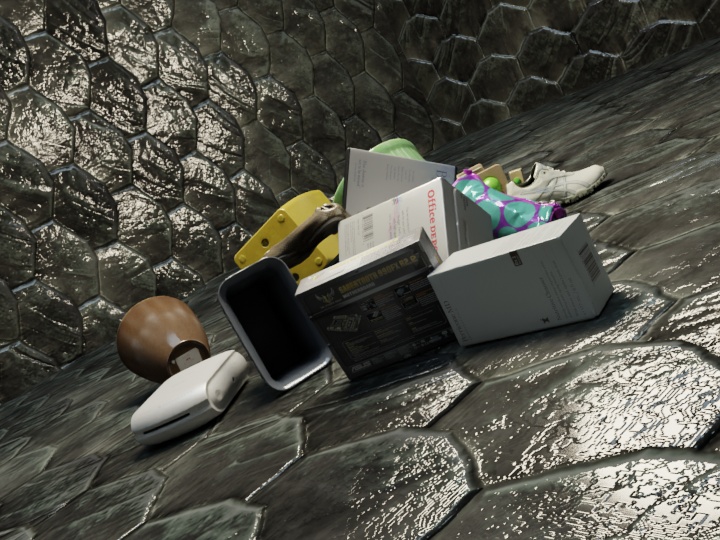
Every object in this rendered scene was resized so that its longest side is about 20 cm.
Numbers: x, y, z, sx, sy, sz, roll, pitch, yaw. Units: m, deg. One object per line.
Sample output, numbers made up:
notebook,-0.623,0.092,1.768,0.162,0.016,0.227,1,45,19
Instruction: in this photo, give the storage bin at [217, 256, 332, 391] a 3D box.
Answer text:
storage bin,-0.146,0.089,1.353,0.145,0.200,0.134,-31,1,-21

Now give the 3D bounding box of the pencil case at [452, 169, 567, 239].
pencil case,0.235,-0.091,1.307,0.200,0.093,0.085,26,20,37

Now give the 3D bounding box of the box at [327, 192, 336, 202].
box,-0.022,-0.082,1.850,0.160,0.201,0.043,-33,32,-34

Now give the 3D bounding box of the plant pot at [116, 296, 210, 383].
plant pot,-0.393,0.166,1.710,0.187,0.187,0.200,-31,25,-23

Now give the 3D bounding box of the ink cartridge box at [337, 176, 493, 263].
ink cartridge box,0.087,-0.019,1.242,0.200,0.148,0.144,-21,-32,34

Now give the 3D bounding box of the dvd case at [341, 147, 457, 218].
dvd case,0.067,-0.120,1.360,0.199,0.143,0.018,7,-12,-17

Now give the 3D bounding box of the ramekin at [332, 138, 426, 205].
ramekin,0.056,-0.128,1.472,0.200,0.098,0.200,-33,-29,-21

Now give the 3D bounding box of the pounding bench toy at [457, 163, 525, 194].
pounding bench toy,0.268,-0.151,1.651,0.199,0.125,0.156,-28,10,-4

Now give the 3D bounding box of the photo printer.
photo printer,-0.293,0.220,1.393,0.166,0.070,0.200,-25,10,15

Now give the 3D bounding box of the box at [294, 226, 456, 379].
box,0.033,0.050,1.130,0.199,0.159,0.048,-24,21,20

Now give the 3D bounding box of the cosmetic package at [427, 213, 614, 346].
cosmetic package,0.198,0.016,1.020,0.200,0.113,0.081,-21,11,40

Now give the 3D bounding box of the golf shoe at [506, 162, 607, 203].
golf shoe,0.374,-0.170,1.555,0.199,0.098,0.078,-26,8,-5

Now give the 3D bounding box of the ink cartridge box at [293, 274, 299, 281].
ink cartridge box,-0.038,0.017,1.615,0.199,0.117,0.067,-24,4,17

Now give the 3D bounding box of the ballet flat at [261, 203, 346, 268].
ballet flat,-0.099,-0.053,1.340,0.200,0.046,0.067,-35,-23,35

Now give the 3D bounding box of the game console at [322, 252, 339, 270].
game console,0.000,0.000,1.458,0.200,0.176,0.117,-46,35,17

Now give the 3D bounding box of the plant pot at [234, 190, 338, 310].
plant pot,-0.115,-0.018,1.502,0.200,0.200,0.176,-45,-12,14
